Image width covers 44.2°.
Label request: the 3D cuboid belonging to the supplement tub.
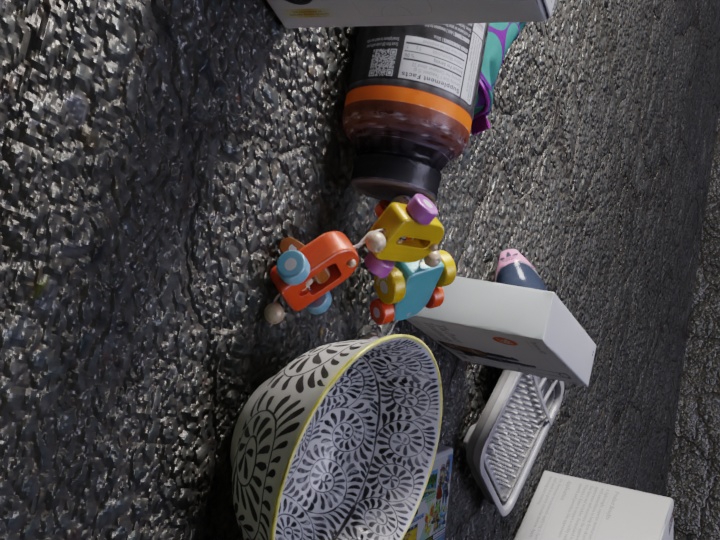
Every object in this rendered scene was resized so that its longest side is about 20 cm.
[{"bbox_3d":[0.044,-0.158,0.708,0.107,0.105,0.204,24,75,-60],"label":"supplement tub"}]

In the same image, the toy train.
[{"bbox_3d":[0.000,0.000,0.707,0.149,0.056,0.200,-37,152,1],"label":"toy train"}]

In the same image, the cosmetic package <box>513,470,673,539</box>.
[{"bbox_3d":[0.345,0.427,1.303,0.165,0.197,0.168,-46,134,-47],"label":"cosmetic package"}]

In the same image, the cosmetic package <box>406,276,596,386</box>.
[{"bbox_3d":[0.144,0.061,0.898,0.200,0.149,0.053,36,65,-58],"label":"cosmetic package"}]

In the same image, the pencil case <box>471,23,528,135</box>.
[{"bbox_3d":[0.117,-0.229,0.849,0.092,0.084,0.202,45,53,-24],"label":"pencil case"}]

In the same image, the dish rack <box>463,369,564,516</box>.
[{"bbox_3d":[0.189,0.185,1.101,0.202,0.043,0.173,-59,145,-25],"label":"dish rack"}]

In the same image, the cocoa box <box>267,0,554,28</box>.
[{"bbox_3d":[0.024,-0.246,0.550,0.131,0.197,0.135,48,56,-53],"label":"cocoa box"}]

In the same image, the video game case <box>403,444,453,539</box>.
[{"bbox_3d":[0.038,0.282,0.884,0.199,0.022,0.186,1,96,-61],"label":"video game case"}]

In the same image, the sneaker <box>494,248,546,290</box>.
[{"bbox_3d":[0.211,0.037,1.111,0.200,0.069,0.083,54,25,-64],"label":"sneaker"}]

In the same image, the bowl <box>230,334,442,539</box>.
[{"bbox_3d":[-0.031,0.130,0.631,0.200,0.093,0.204,-31,129,-48],"label":"bowl"}]
